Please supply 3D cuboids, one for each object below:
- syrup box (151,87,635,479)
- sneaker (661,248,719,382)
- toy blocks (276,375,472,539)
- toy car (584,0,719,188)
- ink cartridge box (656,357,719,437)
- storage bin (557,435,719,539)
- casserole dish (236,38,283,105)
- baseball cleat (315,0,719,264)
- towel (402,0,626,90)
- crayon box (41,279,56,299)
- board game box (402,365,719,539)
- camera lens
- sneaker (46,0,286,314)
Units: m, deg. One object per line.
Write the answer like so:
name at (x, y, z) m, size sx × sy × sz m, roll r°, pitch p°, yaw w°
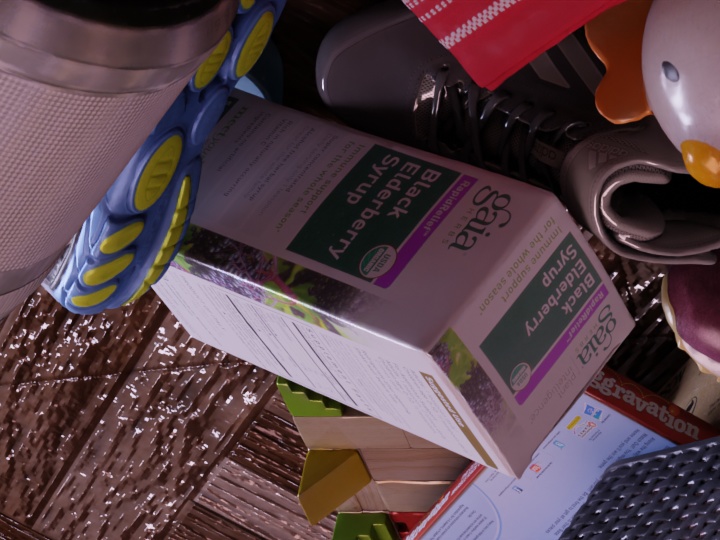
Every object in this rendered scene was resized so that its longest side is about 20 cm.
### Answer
syrup box at (0.000, 0.000, 1.070) m, size 0.199 × 0.079 × 0.082 m, roll 21°, pitch 155°, yaw 46°
sneaker at (0.213, 0.000, 1.035) m, size 0.199 × 0.075 × 0.090 m, roll 2°, pitch 146°, yaw -8°
toy blocks at (0.057, 0.091, 1.298) m, size 0.136 × 0.100 × 0.200 m, roll -1°, pitch 142°, yaw 18°
toy car at (0.153, -0.053, 0.944) m, size 0.199 × 0.177 × 0.185 m, roll 16°, pitch 151°, yaw 37°
ink cartridge box at (0.212, 0.086, 1.184) m, size 0.164 × 0.075 × 0.200 m, roll 27°, pitch 147°, yaw -6°
storage bin at (0.170, 0.138, 1.069) m, size 0.199 × 0.094 × 0.135 m, roll -18°, pitch 114°, yaw 48°
casserole dish at (-0.112, -0.090, 1.180) m, size 0.199 × 0.039 × 0.121 m, roll 22°, pitch 149°, yaw 6°
baseball cleat at (0.070, -0.055, 1.043) m, size 0.199 × 0.107 × 0.070 m, roll 9°, pitch 115°, yaw 14°
towel at (0.020, -0.159, 0.959) m, size 0.200 × 0.022 × 0.144 m, roll 48°, pitch 146°, yaw -7°
crayon box at (-0.215, -0.067, 1.191) m, size 0.200 × 0.051 × 0.126 m, roll 41°, pitch 157°, yaw 28°
board game box at (0.092, 0.108, 1.200) m, size 0.103 × 0.020 × 0.200 m, roll 30°, pitch 144°, yaw -5°
camera lens at (-0.146, -0.076, 0.929) m, size 0.159 × 0.160 × 0.200 m, roll 32°, pitch 126°, yaw -12°
sneaker at (-0.085, -0.078, 1.025) m, size 0.083 × 0.071 × 0.200 m, roll 39°, pitch 121°, yaw 23°
